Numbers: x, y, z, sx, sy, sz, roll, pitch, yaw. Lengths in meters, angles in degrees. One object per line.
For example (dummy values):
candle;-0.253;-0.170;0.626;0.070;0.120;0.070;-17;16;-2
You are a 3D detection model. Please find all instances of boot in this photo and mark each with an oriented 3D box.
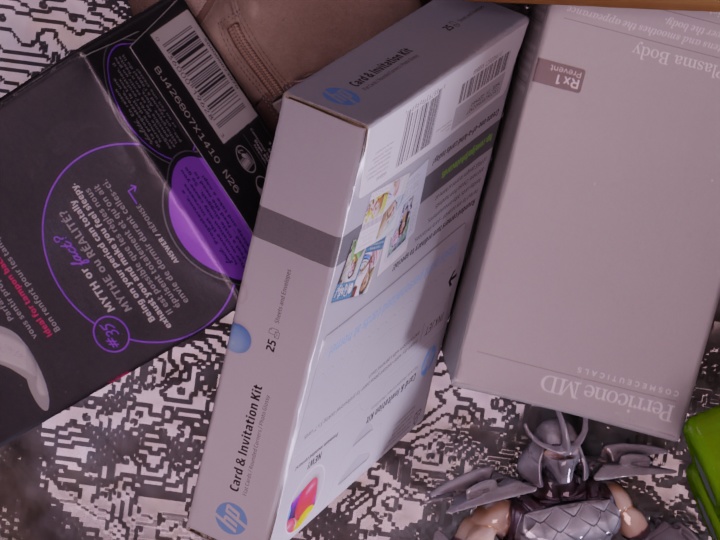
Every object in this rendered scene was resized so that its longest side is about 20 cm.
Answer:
boot;-0.008;-0.131;1.156;0.200;0.070;0.146;-26;113;25

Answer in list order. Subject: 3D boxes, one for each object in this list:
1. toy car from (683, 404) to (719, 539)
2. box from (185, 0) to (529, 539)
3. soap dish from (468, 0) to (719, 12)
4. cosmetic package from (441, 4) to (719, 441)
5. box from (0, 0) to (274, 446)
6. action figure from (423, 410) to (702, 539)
toy car;0.247;0.130;1.132;0.164;0.158;0.200;-23;72;1
box;0.000;0.000;1.121;0.041;0.156;0.200;23;119;18
soap dish;0.119;-0.202;1.071;0.157;0.081;0.200;3;96;0
cosmetic package;0.108;-0.038;1.175;0.107;0.090;0.200;12;96;-3
box;-0.136;-0.008;1.149;0.200;0.106;0.122;-29;97;26
action figure;0.091;0.154;1.210;0.130;0.069;0.200;-5;105;-10
